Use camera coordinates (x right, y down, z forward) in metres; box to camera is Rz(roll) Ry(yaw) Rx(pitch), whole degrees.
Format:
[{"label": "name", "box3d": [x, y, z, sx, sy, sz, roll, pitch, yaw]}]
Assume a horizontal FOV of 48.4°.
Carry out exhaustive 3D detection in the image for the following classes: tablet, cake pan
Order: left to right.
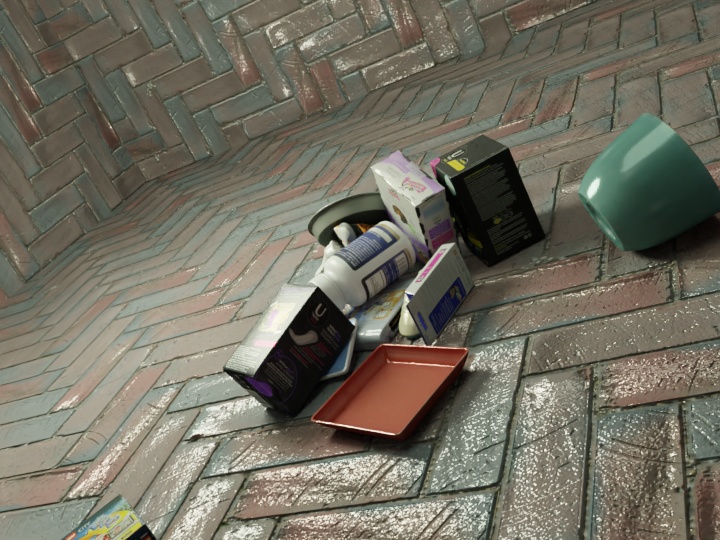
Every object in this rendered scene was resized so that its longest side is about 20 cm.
[{"label": "tablet", "box3d": [-0.096, 0.162, 1.480, 0.200, 0.014, 0.130, -19, 38, 28]}, {"label": "cake pan", "box3d": [-0.013, -0.102, 1.710, 0.200, 0.037, 0.200, -16, -20, -6]}]

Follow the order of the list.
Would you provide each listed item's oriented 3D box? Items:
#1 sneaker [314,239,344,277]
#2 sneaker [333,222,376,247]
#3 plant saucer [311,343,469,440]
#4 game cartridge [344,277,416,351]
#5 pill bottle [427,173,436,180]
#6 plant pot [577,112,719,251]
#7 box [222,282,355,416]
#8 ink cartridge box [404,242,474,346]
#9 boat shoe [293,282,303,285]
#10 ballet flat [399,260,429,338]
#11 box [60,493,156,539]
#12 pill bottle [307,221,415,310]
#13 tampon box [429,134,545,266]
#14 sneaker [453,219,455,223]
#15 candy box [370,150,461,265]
[{"label": "sneaker", "box3d": [-0.057, 0.001, 1.716, 0.099, 0.078, 0.200, -46, -12, -7]}, {"label": "sneaker", "box3d": [0.009, -0.067, 1.671, 0.077, 0.078, 0.200, -34, -19, 12]}, {"label": "plant saucer", "box3d": [0.051, 0.192, 1.257, 0.200, 0.037, 0.200, -3, 32, 47]}, {"label": "game cartridge", "box3d": [0.034, 0.082, 1.531, 0.133, 0.042, 0.200, -5, 30, 36]}, {"label": "pill bottle", "box3d": [0.171, -0.165, 1.818, 0.200, 0.114, 0.114, -2, 33, 47]}, {"label": "plant pot", "box3d": [0.457, -0.127, 1.305, 0.161, 0.201, 0.201, -38, 20, 9]}, {"label": "box", "box3d": [-0.125, 0.136, 1.414, 0.106, 0.122, 0.200, 5, 52, 50]}, {"label": "ink cartridge box", "box3d": [0.134, 0.043, 1.416, 0.037, 0.095, 0.200, -10, 28, 39]}, {"label": "boat shoe", "box3d": [-0.100, 0.075, 1.660, 0.074, 0.065, 0.202, -32, 22, -12]}, {"label": "ballet flat", "box3d": [0.114, 0.043, 1.478, 0.069, 0.069, 0.200, -12, 26, 33]}, {"label": "box", "box3d": [-0.428, 0.447, 1.241, 0.200, 0.038, 0.137, -37, 23, -23]}, {"label": "pill bottle", "box3d": [0.000, 0.000, 1.556, 0.200, 0.111, 0.111, -35, 23, -20]}, {"label": "tampon box", "box3d": [0.243, -0.139, 1.556, 0.126, 0.200, 0.150, -28, 21, -1]}, {"label": "sneaker", "box3d": [0.113, -0.117, 1.768, 0.200, 0.081, 0.074, -11, 25, 36]}, {"label": "candy box", "box3d": [0.113, -0.113, 1.585, 0.072, 0.200, 0.168, -32, 46, -10]}]
